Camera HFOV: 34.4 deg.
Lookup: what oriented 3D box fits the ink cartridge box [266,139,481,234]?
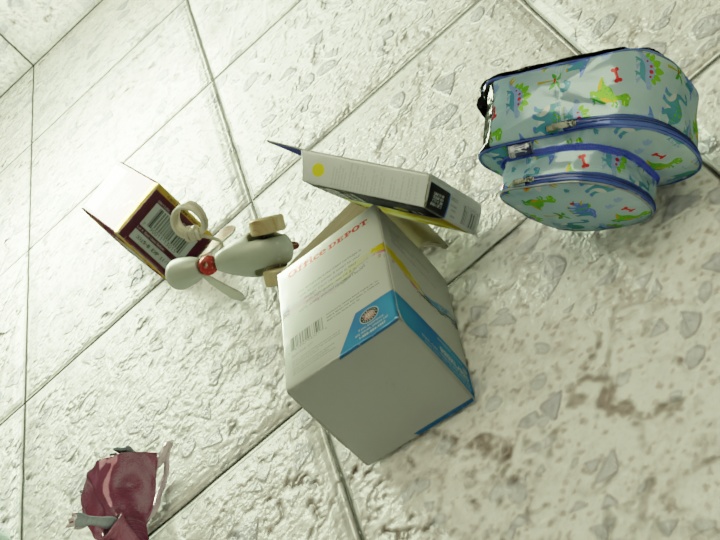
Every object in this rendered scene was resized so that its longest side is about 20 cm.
[{"bbox_3d":[0.016,-0.092,1.308,0.197,0.197,0.048,12,89,23],"label":"ink cartridge box"}]

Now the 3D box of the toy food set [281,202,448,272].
[{"bbox_3d":[0.000,0.000,1.429,0.200,0.060,0.144,-45,43,5],"label":"toy food set"}]

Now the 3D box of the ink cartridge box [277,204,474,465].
[{"bbox_3d":[0.013,0.066,1.243,0.146,0.145,0.201,-34,34,18],"label":"ink cartridge box"}]

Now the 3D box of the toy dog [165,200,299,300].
[{"bbox_3d":[-0.162,-0.021,1.588,0.197,0.096,0.134,10,99,21],"label":"toy dog"}]

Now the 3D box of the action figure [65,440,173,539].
[{"bbox_3d":[-0.273,0.318,1.377,0.146,0.136,0.201,-8,41,-21],"label":"action figure"}]

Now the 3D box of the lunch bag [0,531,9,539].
[{"bbox_3d":[-0.570,0.430,1.585,0.159,0.077,0.202,-21,39,34],"label":"lunch bag"}]

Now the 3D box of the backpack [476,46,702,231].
[{"bbox_3d":[0.238,-0.125,1.169,0.198,0.182,0.150,-12,67,37],"label":"backpack"}]

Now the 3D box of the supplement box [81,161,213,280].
[{"bbox_3d":[-0.339,-0.078,1.833,0.104,0.131,0.199,-50,31,-8],"label":"supplement box"}]
